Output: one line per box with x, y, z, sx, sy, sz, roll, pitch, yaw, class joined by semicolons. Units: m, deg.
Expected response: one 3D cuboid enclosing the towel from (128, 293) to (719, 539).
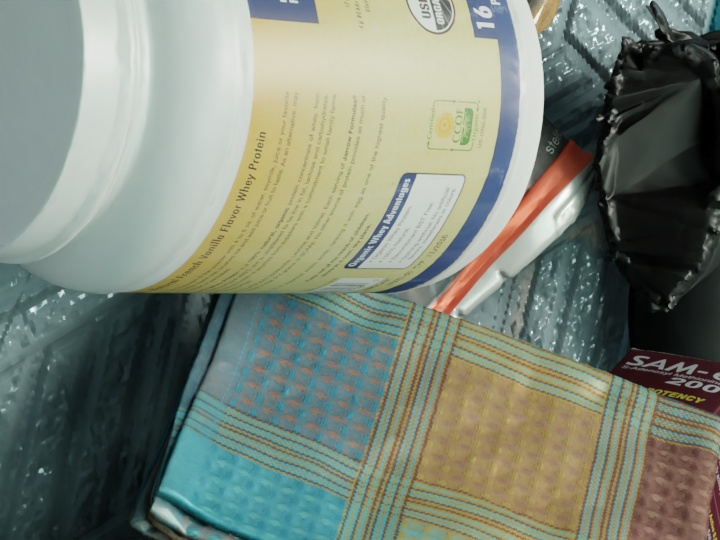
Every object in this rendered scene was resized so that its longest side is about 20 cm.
0.030;0.068;0.995;0.147;0.200;0.022;-73;-177;-46;towel

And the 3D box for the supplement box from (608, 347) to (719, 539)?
0.087;0.129;1.063;0.200;0.061;0.109;-42;130;-40;supplement box

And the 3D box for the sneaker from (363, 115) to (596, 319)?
0.000;0.000;1.088;0.200;0.077;0.082;-44;100;-17;sneaker

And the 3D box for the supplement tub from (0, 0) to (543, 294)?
-0.051;-0.064;0.950;0.200;0.144;0.144;0;104;-43;supplement tub

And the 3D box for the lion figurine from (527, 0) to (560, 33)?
0.077;-0.182;1.089;0.122;0.072;0.200;-32;138;-39;lion figurine

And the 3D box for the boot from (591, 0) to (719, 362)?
0.138;-0.012;1.143;0.162;0.073;0.198;-24;119;-73;boot

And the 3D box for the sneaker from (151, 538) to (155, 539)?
-0.011;0.110;1.108;0.200;0.074;0.085;27;80;-53;sneaker
